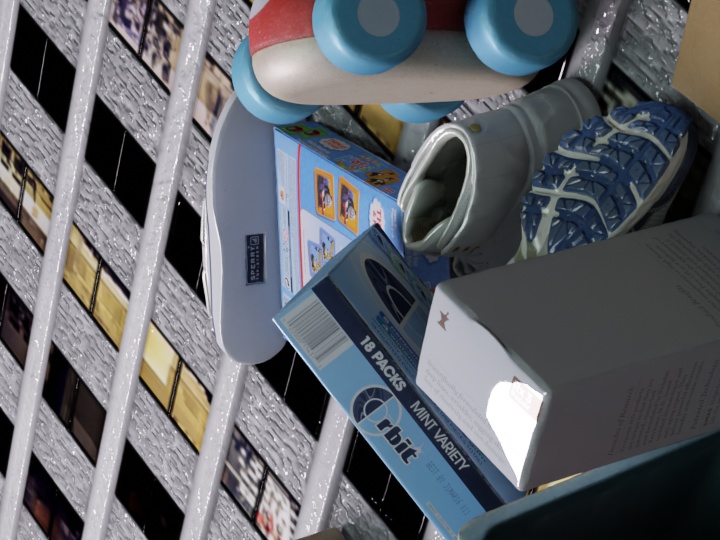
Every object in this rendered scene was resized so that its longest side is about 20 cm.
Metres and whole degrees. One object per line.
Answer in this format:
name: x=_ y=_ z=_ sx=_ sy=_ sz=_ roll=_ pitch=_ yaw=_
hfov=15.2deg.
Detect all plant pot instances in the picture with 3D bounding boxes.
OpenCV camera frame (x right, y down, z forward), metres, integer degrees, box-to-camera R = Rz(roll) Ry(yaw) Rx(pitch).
plant pot: x=0.160 y=0.230 z=1.498 sx=0.196 sy=0.196 sz=0.200 roll=60 pitch=157 yaw=22

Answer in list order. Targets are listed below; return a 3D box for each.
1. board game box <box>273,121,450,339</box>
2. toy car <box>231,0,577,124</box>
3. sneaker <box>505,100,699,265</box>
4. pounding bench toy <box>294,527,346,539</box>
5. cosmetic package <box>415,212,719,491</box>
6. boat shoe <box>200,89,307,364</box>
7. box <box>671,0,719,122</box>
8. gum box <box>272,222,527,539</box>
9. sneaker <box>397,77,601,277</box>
board game box: x=0.000 y=0.000 z=1.752 sx=0.200 sy=0.036 sz=0.152 roll=-145 pitch=50 yaw=-60
toy car: x=0.017 y=-0.199 z=1.575 sx=0.184 sy=0.176 sz=0.201 roll=158 pitch=109 yaw=-69
sneaker: x=0.129 y=-0.006 z=1.525 sx=0.200 sy=0.085 sz=0.077 roll=-54 pitch=46 yaw=10
pounding bench toy: x=-0.037 y=0.248 z=1.851 sx=0.156 sy=0.124 sz=0.200 roll=49 pitch=139 yaw=36
cosmetic package: x=0.138 y=0.040 z=1.435 sx=0.102 sy=0.199 sz=0.074 roll=46 pitch=137 yaw=39
boat shoe: x=-0.077 y=-0.038 z=1.857 sx=0.066 sy=0.072 sz=0.201 roll=-142 pitch=47 yaw=-63
box: x=0.235 y=-0.145 z=1.381 sx=0.163 sy=0.021 sz=0.201 roll=43 pitch=135 yaw=41
gum box: x=0.032 y=0.064 z=1.557 sx=0.045 sy=0.200 sz=0.170 roll=-38 pitch=93 yaw=12
sneaker: x=0.064 y=-0.022 z=1.604 sx=0.074 sy=0.115 sz=0.200 roll=48 pitch=140 yaw=33
